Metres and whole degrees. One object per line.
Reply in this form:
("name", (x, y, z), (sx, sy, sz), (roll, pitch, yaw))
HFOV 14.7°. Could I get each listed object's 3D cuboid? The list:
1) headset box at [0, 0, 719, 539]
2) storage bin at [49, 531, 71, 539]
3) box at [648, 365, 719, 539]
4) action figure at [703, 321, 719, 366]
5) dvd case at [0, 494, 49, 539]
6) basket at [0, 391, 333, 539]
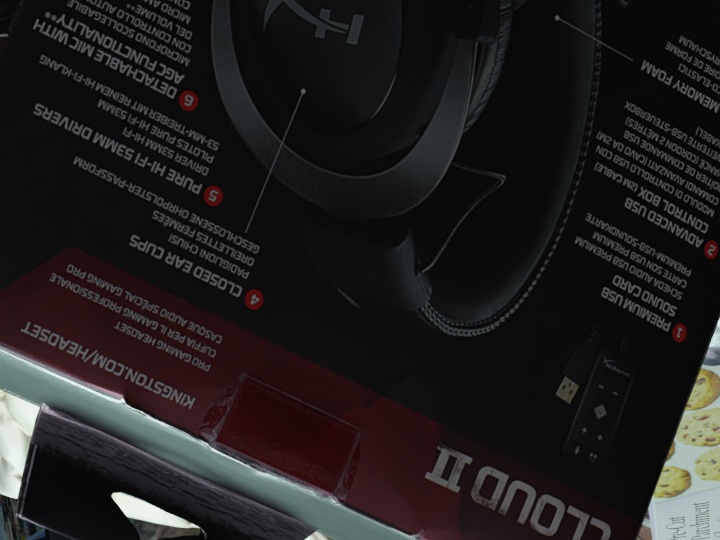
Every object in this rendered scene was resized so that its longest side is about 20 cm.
("headset box", (-0.001, -0.039, 0.511), (0.148, 0.201, 0.077), (25, 172, -24))
("storage bin", (-0.134, 0.107, 1.061), (0.145, 0.135, 0.200), (-16, 166, -8))
("box", (0.111, 0.047, 0.911), (0.041, 0.039, 0.200), (-7, 156, 4))
("action figure", (0.106, -0.021, 0.708), (0.199, 0.105, 0.193), (26, 163, -29))
("dvd case", (-0.123, -0.012, 0.786), (0.017, 0.201, 0.143), (-9, 178, 5))
("basket", (-0.047, -0.033, 0.679), (0.135, 0.124, 0.200), (9, 147, 14))
